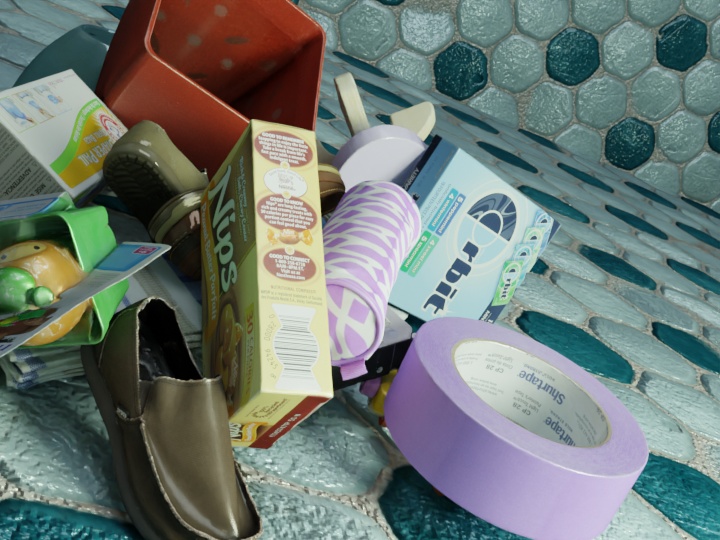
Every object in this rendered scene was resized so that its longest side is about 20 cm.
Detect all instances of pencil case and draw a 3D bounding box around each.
[{"bbox_3d":[0.000,0.000,0.816,0.086,0.083,0.200,56,28,-19],"label":"pencil case"}]

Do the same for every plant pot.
[{"bbox_3d":[-0.299,-0.202,1.164,0.198,0.136,0.200,23,18,-8],"label":"plant pot"},{"bbox_3d":[-0.172,-0.192,1.033,0.199,0.176,0.201,33,44,-32],"label":"plant pot"}]

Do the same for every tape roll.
[{"bbox_3d":[0.120,0.118,0.785,0.198,0.066,0.201,21,22,-9],"label":"tape roll"}]

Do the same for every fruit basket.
[{"bbox_3d":[-0.241,0.017,0.610,0.183,0.095,0.200,-5,13,24],"label":"fruit basket"}]

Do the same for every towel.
[{"bbox_3d":[-0.187,0.029,0.769,0.198,0.024,0.147,-9,34,-33],"label":"towel"}]

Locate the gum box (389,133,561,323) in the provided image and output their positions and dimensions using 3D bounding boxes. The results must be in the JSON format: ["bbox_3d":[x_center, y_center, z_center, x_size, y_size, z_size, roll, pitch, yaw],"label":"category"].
[{"bbox_3d":[0.104,-0.024,1.073,0.199,0.171,0.045,28,8,-44],"label":"gum box"}]

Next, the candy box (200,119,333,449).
[{"bbox_3d":[-0.071,0.011,0.710,0.055,0.115,0.202,9,62,-26],"label":"candy box"}]

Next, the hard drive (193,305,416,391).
[{"bbox_3d":[-0.070,0.051,0.828,0.198,0.038,0.140,-12,38,-34],"label":"hard drive"}]

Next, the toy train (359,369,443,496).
[{"bbox_3d":[0.074,0.132,0.869,0.149,0.056,0.200,32,22,16],"label":"toy train"}]

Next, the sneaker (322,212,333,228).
[{"bbox_3d":[-0.061,-0.047,1.012,0.082,0.071,0.200,31,8,-32],"label":"sneaker"}]

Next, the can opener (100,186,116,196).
[{"bbox_3d":[-0.311,-0.113,1.033,0.199,0.053,0.067,5,36,-42],"label":"can opener"}]

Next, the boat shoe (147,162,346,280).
[{"bbox_3d":[-0.083,-0.038,0.853,0.199,0.072,0.068,-21,70,-44],"label":"boat shoe"}]

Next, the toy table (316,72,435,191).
[{"bbox_3d":[0.012,-0.114,1.096,0.182,0.201,0.118,-13,54,-13],"label":"toy table"}]

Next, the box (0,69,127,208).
[{"bbox_3d":[-0.282,-0.089,0.867,0.101,0.112,0.200,47,15,-10],"label":"box"}]

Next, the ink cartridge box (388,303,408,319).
[{"bbox_3d":[-0.031,0.026,1.059,0.162,0.057,0.200,29,0,13],"label":"ink cartridge box"}]

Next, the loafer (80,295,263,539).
[{"bbox_3d":[-0.117,0.097,0.630,0.073,0.071,0.201,2,46,-50],"label":"loafer"}]

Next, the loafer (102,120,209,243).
[{"bbox_3d":[-0.156,-0.055,0.898,0.075,0.201,0.068,-3,52,17],"label":"loafer"}]
